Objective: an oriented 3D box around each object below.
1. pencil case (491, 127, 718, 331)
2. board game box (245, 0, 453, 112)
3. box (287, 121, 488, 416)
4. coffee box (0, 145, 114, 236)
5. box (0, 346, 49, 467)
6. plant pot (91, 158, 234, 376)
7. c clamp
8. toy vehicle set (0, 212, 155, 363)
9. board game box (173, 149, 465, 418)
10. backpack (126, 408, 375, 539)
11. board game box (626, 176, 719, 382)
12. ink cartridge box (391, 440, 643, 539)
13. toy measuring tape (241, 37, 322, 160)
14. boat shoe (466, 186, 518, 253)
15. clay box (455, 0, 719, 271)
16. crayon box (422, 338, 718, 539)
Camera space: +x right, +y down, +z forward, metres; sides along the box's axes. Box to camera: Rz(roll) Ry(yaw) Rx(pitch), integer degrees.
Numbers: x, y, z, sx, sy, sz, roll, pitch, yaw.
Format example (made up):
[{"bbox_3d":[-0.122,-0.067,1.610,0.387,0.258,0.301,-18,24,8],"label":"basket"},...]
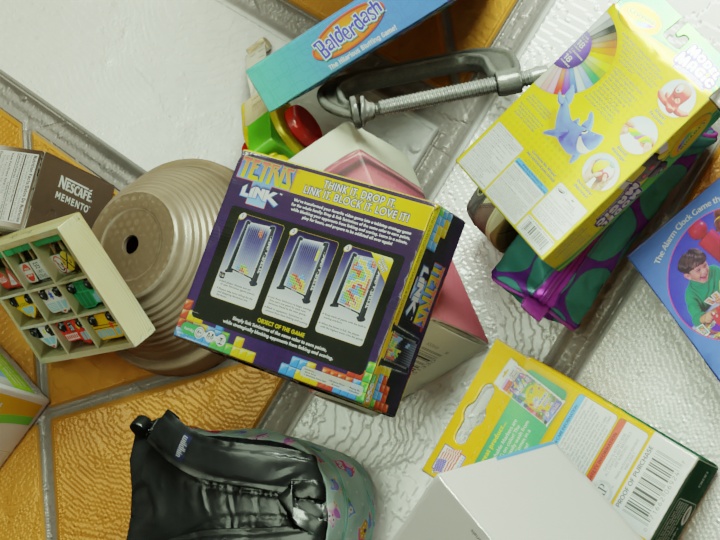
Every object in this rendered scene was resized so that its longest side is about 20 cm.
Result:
[{"bbox_3d":[0.191,-0.051,1.490,0.085,0.092,0.200,34,97,-7],"label":"pencil case"},{"bbox_3d":[0.013,-0.213,1.609,0.200,0.152,0.045,-30,95,20],"label":"board game box"},{"bbox_3d":[0.000,0.000,1.577,0.128,0.109,0.201,-33,62,19],"label":"box"},{"bbox_3d":[-0.351,-0.071,1.807,0.199,0.114,0.080,9,80,31],"label":"coffee box"},{"bbox_3d":[-0.403,0.109,1.732,0.112,0.200,0.102,42,99,33],"label":"box"},{"bbox_3d":[-0.180,-0.011,1.700,0.200,0.093,0.202,-9,72,28],"label":"plant pot"},{"bbox_3d":[0.060,-0.153,1.560,0.199,0.027,0.171,-10,25,5],"label":"c clamp"},{"bbox_3d":[-0.270,0.019,1.689,0.026,0.125,0.200,-40,15,-31],"label":"toy vehicle set"},{"bbox_3d":[-0.035,0.008,1.497,0.199,0.057,0.166,18,84,34],"label":"board game box"},{"bbox_3d":[-0.090,0.197,1.564,0.199,0.126,0.168,-4,85,29],"label":"backpack"},{"bbox_3d":[0.320,-0.021,1.429,0.200,0.045,0.135,-41,59,14],"label":"board game box"},{"bbox_3d":[0.096,0.255,1.381,0.146,0.146,0.200,48,124,26],"label":"ink cartridge box"},{"bbox_3d":[-0.071,-0.134,1.691,0.073,0.074,0.200,-34,33,18],"label":"toy measuring tape"},{"bbox_3d":[0.157,-0.109,1.536,0.065,0.073,0.200,40,93,34],"label":"boat shoe"},{"bbox_3d":[0.182,-0.110,1.433,0.200,0.048,0.115,-44,63,9],"label":"clay box"},{"bbox_3d":[0.161,0.155,1.469,0.200,0.052,0.126,31,93,33],"label":"crayon box"}]
